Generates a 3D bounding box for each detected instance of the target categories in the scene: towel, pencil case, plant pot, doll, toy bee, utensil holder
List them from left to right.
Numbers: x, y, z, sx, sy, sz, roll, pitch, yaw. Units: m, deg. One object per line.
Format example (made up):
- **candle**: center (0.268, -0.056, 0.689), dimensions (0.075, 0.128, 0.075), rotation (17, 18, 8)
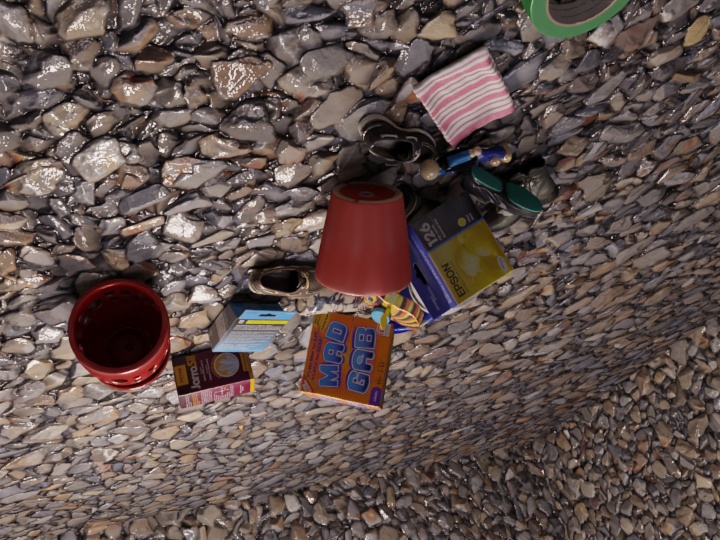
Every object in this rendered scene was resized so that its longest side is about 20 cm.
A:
- **plant pot**: center (-0.492, 0.142, 1.575), dimensions (0.196, 0.204, 0.183), rotation (-11, 159, -16)
- **pencil case**: center (-0.064, 0.062, 1.825), dimensions (0.196, 0.089, 0.080), rotation (-2, 106, -24)
- **plant pot**: center (0.009, -0.070, 1.492), dimensions (0.196, 0.200, 0.181), rotation (-7, 115, -22)
- **toy bee**: center (0.049, 0.071, 1.712), dimensions (0.195, 0.133, 0.110), rotation (1, 143, -2)
- **utensil holder**: center (0.186, 0.013, 1.712), dimensions (0.166, 0.173, 0.200), rotation (-18, 171, -3)
- **doll**: center (0.201, -0.217, 1.492), dimensions (0.196, 0.050, 0.136), rotation (-15, -179, -25)
- **towel**: center (0.192, -0.309, 1.369), dimensions (0.144, 0.030, 0.200), rotation (-28, 151, 14)

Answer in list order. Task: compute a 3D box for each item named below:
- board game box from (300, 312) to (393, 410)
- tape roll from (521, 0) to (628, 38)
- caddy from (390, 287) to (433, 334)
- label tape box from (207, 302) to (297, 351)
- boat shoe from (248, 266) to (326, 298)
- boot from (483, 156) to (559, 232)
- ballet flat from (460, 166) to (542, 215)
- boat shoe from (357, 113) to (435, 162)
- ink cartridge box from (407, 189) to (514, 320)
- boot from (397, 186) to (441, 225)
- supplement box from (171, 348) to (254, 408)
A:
- **board game box**: center (-0.027, 0.229, 1.904), dimensions (0.195, 0.205, 0.200), rotation (10, 168, 5)
- **tape roll**: center (0.352, -0.461, 1.198), dimensions (0.196, 0.049, 0.202), rotation (-16, 151, -9)
- **caddy**: center (0.141, 0.102, 2.003), dimensions (0.196, 0.107, 0.142), rotation (-22, 152, 6)
- **label tape box**: center (-0.261, 0.122, 1.824), dimensions (0.142, 0.064, 0.200), rotation (4, 144, -37)
- **boat shoe**: center (-0.151, 0.025, 1.704), dimensions (0.196, 0.074, 0.059), rotation (2, 177, -28)
- **boot**: center (0.340, -0.176, 1.705), dimensions (0.198, 0.069, 0.130), rotation (-30, 138, 19)
- **ballet flat**: center (0.297, -0.162, 1.634), dimensions (0.197, 0.074, 0.073), rotation (23, 137, -19)
- **boat shoe**: center (0.077, -0.232, 1.414), dimensions (0.074, 0.061, 0.198), rotation (-38, 148, 28)
- **ink cartridge box**: center (0.188, -0.034, 1.591), dimensions (0.198, 0.200, 0.047), rotation (-31, 177, -7)
- **boot**: center (0.079, -0.092, 1.659), dimensions (0.199, 0.079, 0.137), rotation (-37, 153, 31)
- **supplement box**: center (-0.380, 0.269, 1.961), dimensions (0.196, 0.112, 0.086), rotation (-11, 151, -15)
